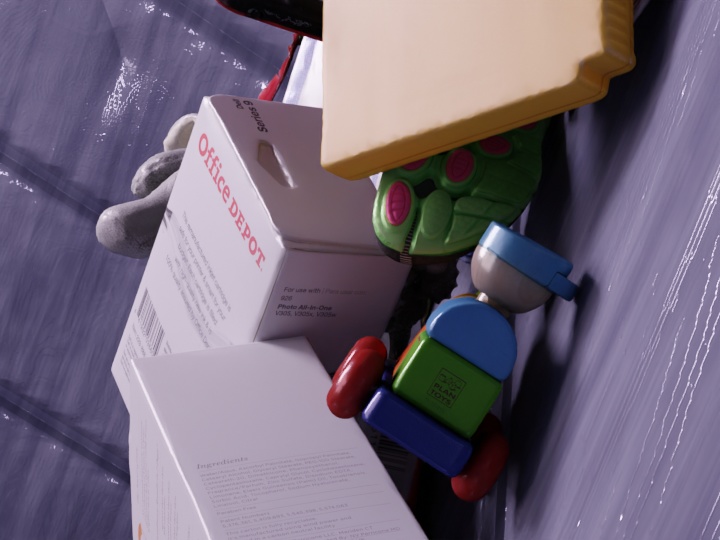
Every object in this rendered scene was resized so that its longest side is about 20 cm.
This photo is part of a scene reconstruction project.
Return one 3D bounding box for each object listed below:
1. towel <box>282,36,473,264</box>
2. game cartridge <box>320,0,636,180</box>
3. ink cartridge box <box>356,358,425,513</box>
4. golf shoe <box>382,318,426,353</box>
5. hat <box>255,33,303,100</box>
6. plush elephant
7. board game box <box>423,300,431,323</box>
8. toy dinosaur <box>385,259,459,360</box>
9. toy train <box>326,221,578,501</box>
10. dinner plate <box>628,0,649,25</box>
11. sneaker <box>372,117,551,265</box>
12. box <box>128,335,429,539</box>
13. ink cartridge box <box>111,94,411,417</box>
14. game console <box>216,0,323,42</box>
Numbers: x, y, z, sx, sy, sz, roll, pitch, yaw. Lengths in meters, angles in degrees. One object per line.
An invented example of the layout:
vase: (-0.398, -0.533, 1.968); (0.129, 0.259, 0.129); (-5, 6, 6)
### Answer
towel: (0.027, -0.097, 1.189); (0.200, 0.024, 0.148); (25, 101, 44)
game cartridge: (0.054, -0.158, 0.946); (0.176, 0.032, 0.201); (-15, 66, 40)
ink cartridge box: (0.010, 0.162, 1.150); (0.200, 0.050, 0.163); (79, -158, -64)
golf shoe: (-0.019, 0.094, 1.236); (0.094, 0.077, 0.201); (-48, -19, -68)
hat: (-0.026, -0.130, 1.421); (0.177, 0.165, 0.200); (-57, -11, -4)
plush elephant: (-0.090, -0.032, 1.441); (0.200, 0.164, 0.155); (-56, 4, -17)
board game box: (-0.004, 0.058, 1.399); (0.200, 0.056, 0.166); (-127, 56, -83)
toy dinosaur: (0.000, 0.000, 1.161); (0.200, 0.077, 0.103); (39, 118, 56)
toy train: (0.050, 0.032, 0.954); (0.116, 0.084, 0.200); (-57, 0, 3)
dinner plate: (0.114, -0.186, 0.951); (0.200, 0.024, 0.201); (-34, 51, 55)
sneaker: (0.054, -0.045, 1.034); (0.084, 0.076, 0.200); (-67, -8, 31)
box: (-0.043, 0.137, 0.950); (0.200, 0.097, 0.125); (-124, 32, -56)
ink cartridge box: (-0.059, 0.025, 1.099); (0.146, 0.084, 0.201); (60, 138, 45)
game console: (0.037, -0.199, 1.048); (0.173, 0.199, 0.119); (-81, 11, -52)
